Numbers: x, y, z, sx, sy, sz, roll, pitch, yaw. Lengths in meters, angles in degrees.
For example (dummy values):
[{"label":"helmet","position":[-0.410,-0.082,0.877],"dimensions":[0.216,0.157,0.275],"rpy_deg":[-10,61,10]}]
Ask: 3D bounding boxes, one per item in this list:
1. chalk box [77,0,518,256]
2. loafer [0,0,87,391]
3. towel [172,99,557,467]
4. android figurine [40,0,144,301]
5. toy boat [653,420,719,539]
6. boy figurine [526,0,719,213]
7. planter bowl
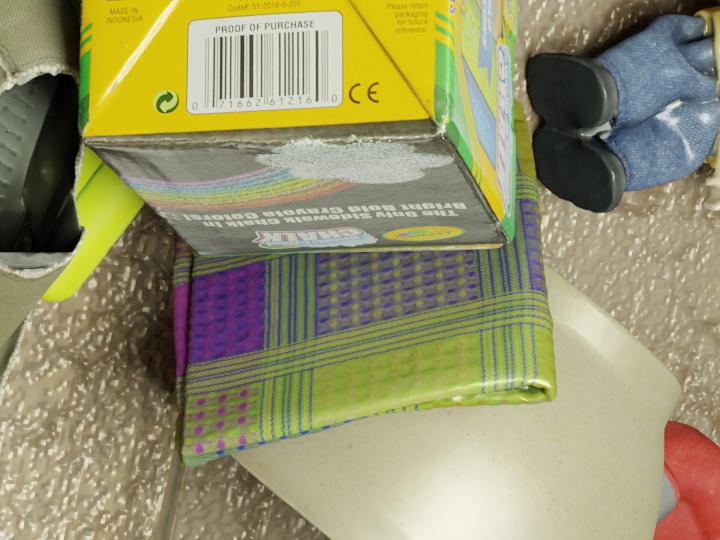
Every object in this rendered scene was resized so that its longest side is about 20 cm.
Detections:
[{"label":"chalk box","position":[-0.012,-0.078,0.920],"dimensions":[0.200,0.124,0.125],"rpy_deg":[51,38,-74]},{"label":"loafer","position":[-0.138,-0.012,0.900],"dimensions":[0.075,0.070,0.201],"rpy_deg":[-3,126,-29]},{"label":"towel","position":[0.000,0.000,0.981],"dimensions":[0.143,0.200,0.023],"rpy_deg":[-13,122,6]},{"label":"android figurine","position":[-0.162,-0.038,0.943],"dimensions":[0.182,0.041,0.200],"rpy_deg":[24,112,-43]},{"label":"toy boat","position":[0.156,0.173,1.200],"dimensions":[0.130,0.131,0.201],"rpy_deg":[-38,121,-19]},{"label":"boy figurine","position":[0.171,-0.094,1.176],"dimensions":[0.199,0.064,0.125],"rpy_deg":[-22,114,-28]},{"label":"planter bowl","position":[0.042,0.062,1.042],"dimensions":[0.135,0.200,0.200],"rpy_deg":[-51,125,-4]}]
